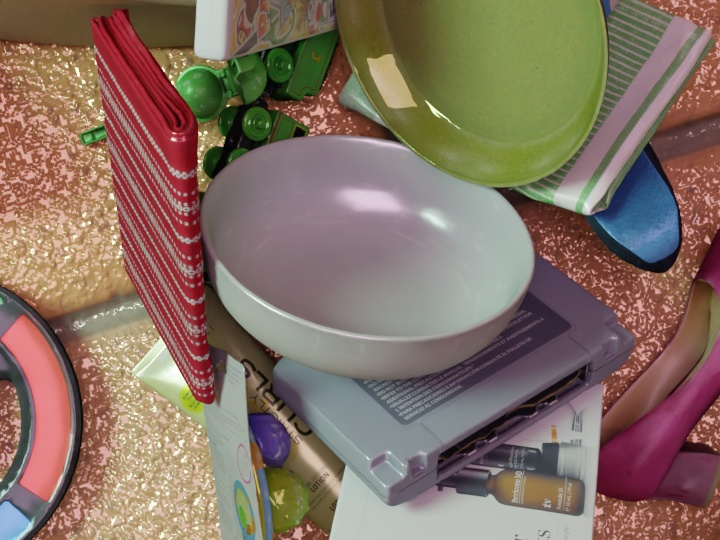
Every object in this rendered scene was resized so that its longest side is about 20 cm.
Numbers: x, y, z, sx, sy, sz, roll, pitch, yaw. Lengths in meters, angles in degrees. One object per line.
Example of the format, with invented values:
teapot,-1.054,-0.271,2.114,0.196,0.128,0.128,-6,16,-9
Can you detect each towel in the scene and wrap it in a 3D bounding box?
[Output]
towel,-0.118,-0.037,0.854,0.022,0.201,0.145,-16,43,-19
towel,0.103,-0.131,0.930,0.200,0.023,0.153,30,80,27

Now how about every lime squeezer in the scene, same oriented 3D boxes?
lime squeezer,-0.101,-0.108,0.910,0.071,0.200,0.038,-44,109,-34

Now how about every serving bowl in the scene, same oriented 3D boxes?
serving bowl,0.000,0.000,0.870,0.199,0.200,0.066,11,127,-2

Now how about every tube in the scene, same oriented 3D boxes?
tube,-0.053,0.106,0.936,0.200,0.052,0.058,44,54,5

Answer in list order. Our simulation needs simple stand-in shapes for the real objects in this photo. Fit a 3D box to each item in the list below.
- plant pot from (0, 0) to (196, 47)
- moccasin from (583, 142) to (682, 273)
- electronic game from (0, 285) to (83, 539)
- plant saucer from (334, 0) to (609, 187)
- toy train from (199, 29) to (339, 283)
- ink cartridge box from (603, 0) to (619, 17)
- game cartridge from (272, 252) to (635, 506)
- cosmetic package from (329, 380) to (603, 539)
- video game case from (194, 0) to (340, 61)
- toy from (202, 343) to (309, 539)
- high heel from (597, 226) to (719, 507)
plant pot,-0.146,-0.238,0.898,0.176,0.200,0.201,13,85,-15
moccasin,0.146,-0.080,0.946,0.080,0.068,0.201,-22,63,9
electronic game,-0.278,0.098,0.929,0.199,0.042,0.201,0,85,-2
plant saucer,0.068,-0.147,0.856,0.031,0.200,0.200,-32,86,-39
toy train,-0.066,-0.080,0.947,0.056,0.042,0.201,25,80,-38
ink cartridge box,0.125,-0.251,0.918,0.145,0.084,0.200,30,75,29
game cartridge,0.053,0.053,0.895,0.199,0.041,0.133,-27,52,-27
cosmetic package,0.062,0.147,0.859,0.150,0.052,0.201,5,45,8
video game case,-0.042,-0.230,0.830,0.023,0.182,0.201,11,108,17
toy,-0.059,0.145,0.885,0.047,0.115,0.201,-6,97,-20
high heel,0.200,0.053,0.938,0.096,0.067,0.201,12,88,-12
